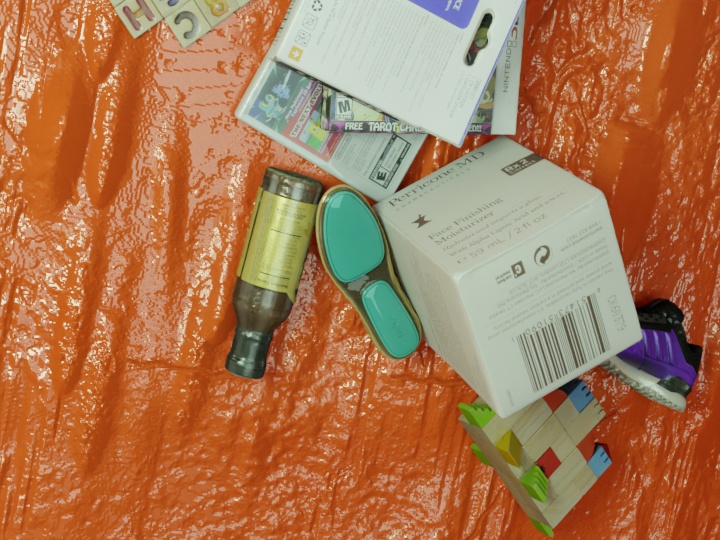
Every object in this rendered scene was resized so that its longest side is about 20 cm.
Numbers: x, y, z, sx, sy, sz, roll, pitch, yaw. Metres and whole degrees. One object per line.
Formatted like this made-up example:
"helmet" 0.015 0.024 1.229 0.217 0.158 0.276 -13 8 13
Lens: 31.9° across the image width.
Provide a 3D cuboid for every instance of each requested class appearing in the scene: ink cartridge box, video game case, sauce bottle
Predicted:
"ink cartridge box" 0.043 -0.242 1.146 0.198 0.043 0.200 23 95 -19
"video game case" 0.062 -0.223 1.201 0.197 0.036 0.184 -1 103 -18
"sauce bottle" -0.089 0.004 1.218 0.064 0.065 0.203 13 101 -21
"video game case" 0.001 -0.193 1.221 0.181 0.023 0.202 29 94 -23

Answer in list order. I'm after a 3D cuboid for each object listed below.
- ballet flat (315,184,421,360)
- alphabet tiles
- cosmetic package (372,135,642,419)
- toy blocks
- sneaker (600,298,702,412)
"ballet flat" 0.000 0.000 1.244 0.068 0.063 0.202 -26 116 -8
"alphabet tiles" -0.175 -0.314 1.137 0.166 0.006 0.201 -36 112 -8
"cosmetic package" 0.138 0.000 1.211 0.163 0.200 0.167 -28 119 -11
"toy blocks" 0.201 0.171 1.353 0.137 0.100 0.201 -42 113 -17
"sneaker" 0.299 0.067 1.369 0.199 0.069 0.100 34 85 -27
